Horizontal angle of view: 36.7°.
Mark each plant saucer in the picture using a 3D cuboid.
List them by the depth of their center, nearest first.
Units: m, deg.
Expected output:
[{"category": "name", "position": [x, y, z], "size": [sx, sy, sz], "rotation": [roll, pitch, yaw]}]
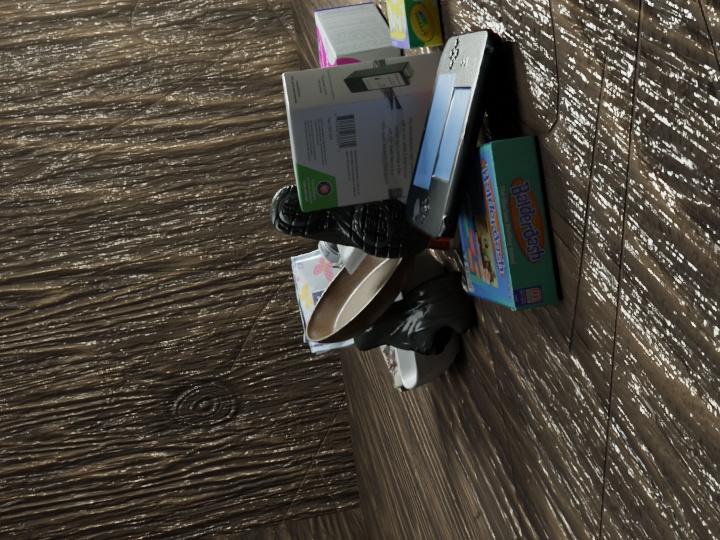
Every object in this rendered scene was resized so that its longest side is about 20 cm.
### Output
[{"category": "plant saucer", "position": [0.008, 0.025, 1.419], "size": [0.037, 0.200, 0.200], "rotation": [42, -176, -16]}]

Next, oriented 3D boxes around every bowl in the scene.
[{"category": "bowl", "position": [0.087, 0.064, 1.563], "size": [0.200, 0.074, 0.202], "rotation": [117, 142, -80]}]

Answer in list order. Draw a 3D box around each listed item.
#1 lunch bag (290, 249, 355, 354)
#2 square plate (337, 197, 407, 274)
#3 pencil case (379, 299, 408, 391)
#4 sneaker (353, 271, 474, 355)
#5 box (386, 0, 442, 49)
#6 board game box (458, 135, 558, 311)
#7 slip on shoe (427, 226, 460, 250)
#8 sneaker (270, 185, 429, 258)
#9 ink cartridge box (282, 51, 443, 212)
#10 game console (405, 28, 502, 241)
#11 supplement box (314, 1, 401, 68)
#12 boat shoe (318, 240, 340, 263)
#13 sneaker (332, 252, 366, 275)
[{"category": "lunch bag", "position": [-0.006, 0.041, 1.803], "size": [0.127, 0.197, 0.172], "rotation": [141, 119, -83]}, {"category": "square plate", "position": [-0.001, -0.132, 1.438], "size": [0.200, 0.028, 0.200], "rotation": [-54, 42, 40]}, {"category": "pencil case", "position": [0.050, 0.091, 1.704], "size": [0.089, 0.077, 0.202], "rotation": [-28, 87, 51]}, {"category": "sneaker", "position": [0.066, 0.076, 1.413], "size": [0.199, 0.076, 0.092], "rotation": [-30, 83, 44]}, {"category": "box", "position": [0.054, -0.368, 1.291], "size": [0.117, 0.048, 0.203], "rotation": [-125, 27, -75]}, {"category": "board game box", "position": [0.135, -0.047, 1.058], "size": [0.200, 0.044, 0.154], "rotation": [-149, 50, -83]}, {"category": "slip on shoe", "position": [0.081, -0.122, 1.378], "size": [0.074, 0.060, 0.203], "rotation": [105, 156, -80]}, {"category": "sneaker", "position": [-0.008, -0.062, 1.346], "size": [0.091, 0.198, 0.077], "rotation": [16, -91, -76]}, {"category": "ink cartridge box", "position": [0.017, -0.160, 1.257], "size": [0.085, 0.197, 0.147], "rotation": [-103, 6, -46]}, {"category": "game console", "position": [0.088, -0.136, 1.080], "size": [0.177, 0.031, 0.202], "rotation": [-119, 42, -80]}, {"category": "supplement box", "position": [-0.003, -0.322, 1.646], "size": [0.201, 0.102, 0.102], "rotation": [-112, 14, -57]}, {"category": "boat shoe", "position": [0.025, -0.050, 1.649], "size": [0.068, 0.198, 0.074], "rotation": [-50, 53, 31]}, {"category": "sneaker", "position": [0.000, 0.000, 1.549], "size": [0.075, 0.081, 0.203], "rotation": [-151, 53, -83]}]
